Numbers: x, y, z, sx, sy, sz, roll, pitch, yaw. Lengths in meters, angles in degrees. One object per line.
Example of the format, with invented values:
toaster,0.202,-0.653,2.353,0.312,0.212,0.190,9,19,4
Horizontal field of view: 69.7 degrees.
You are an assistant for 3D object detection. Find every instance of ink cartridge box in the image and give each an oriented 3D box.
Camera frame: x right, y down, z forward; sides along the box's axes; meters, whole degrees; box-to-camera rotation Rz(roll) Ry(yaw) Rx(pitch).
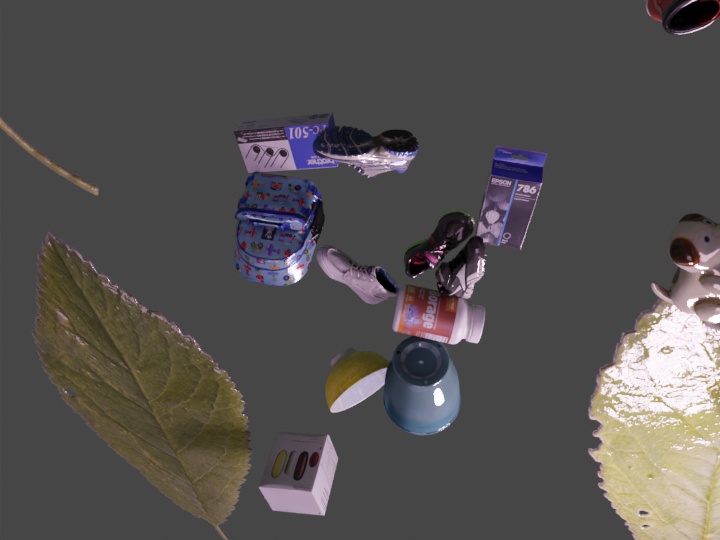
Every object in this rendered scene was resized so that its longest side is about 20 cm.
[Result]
ink cartridge box,-0.142,-0.250,1.021,0.196,0.045,0.095,-1,131,15
ink cartridge box,0.287,-0.136,1.003,0.098,0.039,0.202,10,130,8

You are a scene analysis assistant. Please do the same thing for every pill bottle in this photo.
pill bottle,0.178,0.103,1.183,0.196,0.113,0.113,11,131,5

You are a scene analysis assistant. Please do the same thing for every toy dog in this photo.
toy dog,0.643,-0.012,0.964,0.193,0.140,0.201,17,148,53

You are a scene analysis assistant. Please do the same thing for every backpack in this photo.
backpack,-0.175,-0.078,1.056,0.179,0.203,0.135,12,151,6

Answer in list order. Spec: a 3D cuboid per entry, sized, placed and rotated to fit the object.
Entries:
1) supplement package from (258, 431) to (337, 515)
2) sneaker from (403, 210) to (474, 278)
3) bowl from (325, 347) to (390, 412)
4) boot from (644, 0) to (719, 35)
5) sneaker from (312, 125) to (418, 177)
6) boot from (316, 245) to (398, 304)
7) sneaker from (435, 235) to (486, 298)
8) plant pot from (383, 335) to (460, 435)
supplement package,-0.197,0.660,1.693,0.188,0.202,0.149,-3,129,17
sneaker,0.164,-0.047,1.079,0.076,0.084,0.200,33,130,-14
bowl,-0.021,0.271,1.365,0.108,0.198,0.201,54,135,24
boot,0.491,-0.381,0.672,0.198,0.145,0.073,-24,119,29
sneaker,0.007,-0.211,0.973,0.196,0.078,0.086,2,145,-9
boot,0.000,0.000,1.165,0.199,0.074,0.095,37,143,-27
sneaker,0.205,0.000,1.084,0.089,0.067,0.201,-3,148,-5
plant pot,0.145,0.261,1.241,0.196,0.202,0.189,4,142,12
